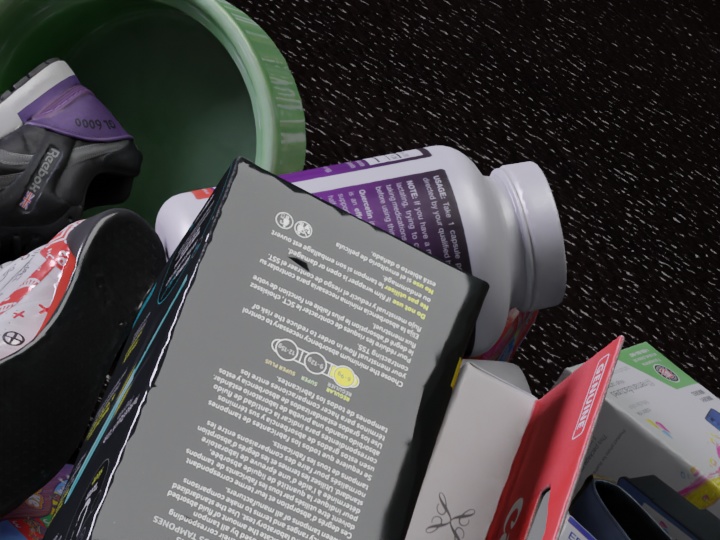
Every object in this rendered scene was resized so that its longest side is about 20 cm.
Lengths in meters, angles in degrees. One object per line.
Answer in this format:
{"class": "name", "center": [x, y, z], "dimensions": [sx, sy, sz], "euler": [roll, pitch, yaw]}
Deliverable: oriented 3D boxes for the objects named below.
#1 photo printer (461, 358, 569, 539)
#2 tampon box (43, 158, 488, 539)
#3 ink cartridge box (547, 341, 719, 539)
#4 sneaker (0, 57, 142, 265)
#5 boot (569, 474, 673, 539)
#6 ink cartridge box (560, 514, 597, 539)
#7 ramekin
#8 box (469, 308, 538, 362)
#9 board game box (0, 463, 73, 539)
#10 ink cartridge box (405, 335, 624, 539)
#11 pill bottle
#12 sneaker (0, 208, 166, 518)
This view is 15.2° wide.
{"class": "photo printer", "center": [0.036, 0.142, 1.337], "dimensions": [0.166, 0.069, 0.201], "euler": [5, 60, -40]}
{"class": "tampon box", "center": [-0.051, 0.088, 1.170], "dimensions": [0.126, 0.150, 0.200], "euler": [26, 57, -9]}
{"class": "ink cartridge box", "center": [0.205, 0.142, 1.657], "dimensions": [0.200, 0.088, 0.145], "euler": [41, 21, 18]}
{"class": "sneaker", "center": [-0.190, -0.028, 1.409], "dimensions": [0.088, 0.076, 0.200], "euler": [43, 55, 4]}
{"class": "boot", "center": [0.145, 0.198, 1.418], "dimensions": [0.075, 0.097, 0.200], "euler": [11, 28, -44]}
{"class": "ink cartridge box", "center": [0.090, 0.214, 1.254], "dimensions": [0.099, 0.039, 0.200], "euler": [43, 42, -9]}
{"class": "ramekin", "center": [-0.127, -0.074, 1.530], "dimensions": [0.200, 0.200, 0.098], "euler": [36, 12, 12]}
{"class": "box", "center": [0.044, 0.025, 1.552], "dimensions": [0.095, 0.103, 0.200], "euler": [32, -11, 6]}
{"class": "board game box", "center": [-0.102, 0.137, 1.282], "dimensions": [0.158, 0.039, 0.200], "euler": [27, 20, -13]}
{"class": "ink cartridge box", "center": [0.033, 0.130, 1.176], "dimensions": [0.045, 0.176, 0.200], "euler": [27, 59, -9]}
{"class": "pill bottle", "center": [0.000, 0.000, 1.391], "dimensions": [0.199, 0.113, 0.113], "euler": [-11, 33, -10]}
{"class": "sneaker", "center": [-0.178, 0.058, 1.328], "dimensions": [0.067, 0.108, 0.202], "euler": [46, 52, -18]}
